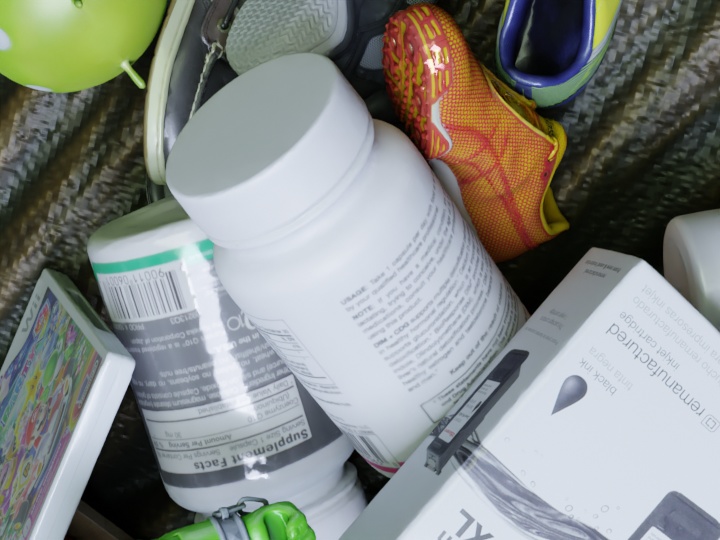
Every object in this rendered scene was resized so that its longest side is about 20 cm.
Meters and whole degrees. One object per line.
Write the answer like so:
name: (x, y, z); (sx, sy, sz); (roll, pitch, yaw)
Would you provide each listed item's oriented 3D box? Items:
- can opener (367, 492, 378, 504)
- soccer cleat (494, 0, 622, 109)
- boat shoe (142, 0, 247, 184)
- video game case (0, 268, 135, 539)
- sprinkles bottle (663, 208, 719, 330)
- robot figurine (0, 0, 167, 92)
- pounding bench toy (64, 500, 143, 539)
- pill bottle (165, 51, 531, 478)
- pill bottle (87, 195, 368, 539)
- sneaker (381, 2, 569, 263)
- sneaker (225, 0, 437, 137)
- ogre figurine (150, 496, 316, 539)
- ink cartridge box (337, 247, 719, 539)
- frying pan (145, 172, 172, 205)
can opener: (0.054, 0.216, 0.897); (0.066, 0.053, 0.202); (-19, 90, -18)
soccer cleat: (0.120, -0.181, 0.835); (0.064, 0.084, 0.202); (19, 98, 12)
boat shoe: (-0.066, -0.140, 0.881); (0.065, 0.072, 0.203); (14, 81, 8)
video game case: (-0.176, 0.087, 0.873); (0.018, 0.200, 0.144); (21, 94, -23)
sprinkles bottle: (0.253, -0.008, 0.792); (0.198, 0.068, 0.069); (-9, 91, -3)
robot figurine: (-0.179, -0.178, 0.876); (0.116, 0.176, 0.200); (-40, 57, 0)
pounding bench toy: (-0.141, 0.197, 0.878); (0.200, 0.156, 0.124); (-42, 115, 12)
pill bottle: (0.000, 0.000, 0.778); (0.113, 0.114, 0.200); (-28, 125, 14)
pill bottle: (-0.066, 0.059, 0.868); (0.112, 0.113, 0.202); (-13, 103, 14)
sneaker: (0.061, -0.075, 0.812); (0.077, 0.200, 0.073); (-25, 59, 3)
sneaker: (0.023, -0.141, 0.869); (0.200, 0.075, 0.114); (-46, 125, -17)
ogre figurine: (-0.102, 0.194, 0.743); (0.119, 0.098, 0.201); (14, 125, -29)
ink cartridge box: (0.101, 0.113, 0.733); (0.145, 0.083, 0.200); (42, 87, -9)
frying pan: (-0.042, -0.033, 0.915); (0.189, 0.031, 0.116); (29, 101, 14)
